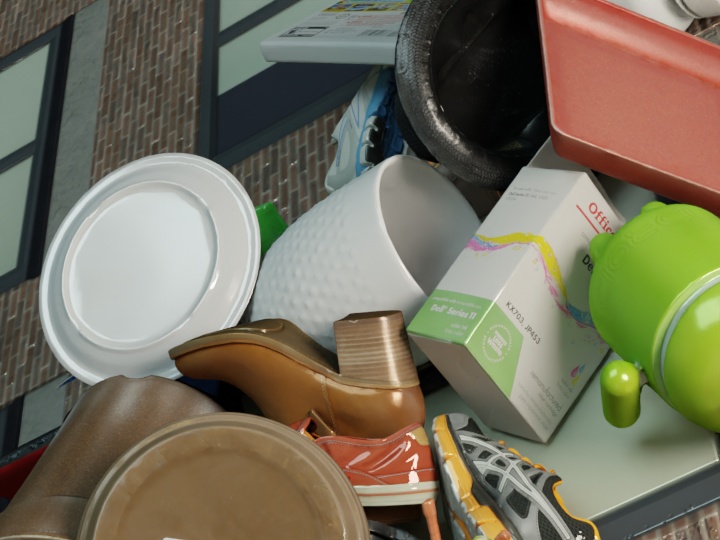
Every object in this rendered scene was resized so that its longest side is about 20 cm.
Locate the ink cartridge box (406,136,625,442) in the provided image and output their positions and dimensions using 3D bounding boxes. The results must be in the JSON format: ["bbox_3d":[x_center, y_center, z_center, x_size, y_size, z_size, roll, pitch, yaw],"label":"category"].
[{"bbox_3d":[0.137,0.007,1.450,0.067,0.117,0.200,10,58,51],"label":"ink cartridge box"}]

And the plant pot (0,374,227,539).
[{"bbox_3d":[-0.176,0.196,1.487,0.200,0.201,0.199,-18,31,29],"label":"plant pot"}]

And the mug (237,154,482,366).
[{"bbox_3d":[0.000,0.000,1.571,0.175,0.148,0.200,-32,29,30],"label":"mug"}]

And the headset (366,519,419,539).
[{"bbox_3d":[-0.027,0.214,1.362,0.199,0.094,0.124,22,69,30],"label":"headset"}]

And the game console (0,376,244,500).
[{"bbox_3d":[-0.203,0.109,1.673,0.199,0.172,0.119,-27,62,19],"label":"game console"}]

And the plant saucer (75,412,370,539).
[{"bbox_3d":[-0.091,0.189,1.329,0.199,0.029,0.201,0,73,1],"label":"plant saucer"}]

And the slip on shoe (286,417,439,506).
[{"bbox_3d":[-0.045,0.132,1.398,0.199,0.074,0.062,-2,86,8],"label":"slip on shoe"}]

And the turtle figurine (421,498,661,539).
[{"bbox_3d":[0.114,0.215,1.221,0.161,0.064,0.201,-18,69,9],"label":"turtle figurine"}]

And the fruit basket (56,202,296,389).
[{"bbox_3d":[-0.143,0.031,1.700,0.200,0.094,0.185,-40,-1,19],"label":"fruit basket"}]

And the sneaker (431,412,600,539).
[{"bbox_3d":[0.100,0.157,1.365,0.077,0.079,0.200,-17,31,-8],"label":"sneaker"}]

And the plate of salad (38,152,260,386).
[{"bbox_3d":[-0.163,0.003,1.589,0.199,0.048,0.201,-10,65,22],"label":"plate of salad"}]

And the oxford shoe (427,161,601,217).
[{"bbox_3d":[0.125,-0.079,1.608,0.199,0.071,0.073,-28,39,16],"label":"oxford shoe"}]

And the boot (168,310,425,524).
[{"bbox_3d":[-0.047,0.113,1.467,0.199,0.156,0.074,-4,5,29],"label":"boot"}]

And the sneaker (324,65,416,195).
[{"bbox_3d":[0.014,-0.141,1.791,0.086,0.075,0.200,-20,35,42],"label":"sneaker"}]

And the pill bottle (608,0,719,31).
[{"bbox_3d":[0.219,-0.242,1.665,0.199,0.114,0.115,-6,46,41],"label":"pill bottle"}]

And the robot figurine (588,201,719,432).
[{"bbox_3d":[0.227,0.031,1.336,0.175,0.116,0.200,-30,33,-7],"label":"robot figurine"}]

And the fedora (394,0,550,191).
[{"bbox_3d":[0.092,-0.143,1.554,0.091,0.200,0.201,-24,32,55],"label":"fedora"}]

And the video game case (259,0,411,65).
[{"bbox_3d":[0.037,-0.227,1.787,0.182,0.023,0.200,-33,24,-31],"label":"video game case"}]

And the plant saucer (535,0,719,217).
[{"bbox_3d":[0.215,-0.118,1.488,0.200,0.199,0.037,-89,24,-49],"label":"plant saucer"}]
